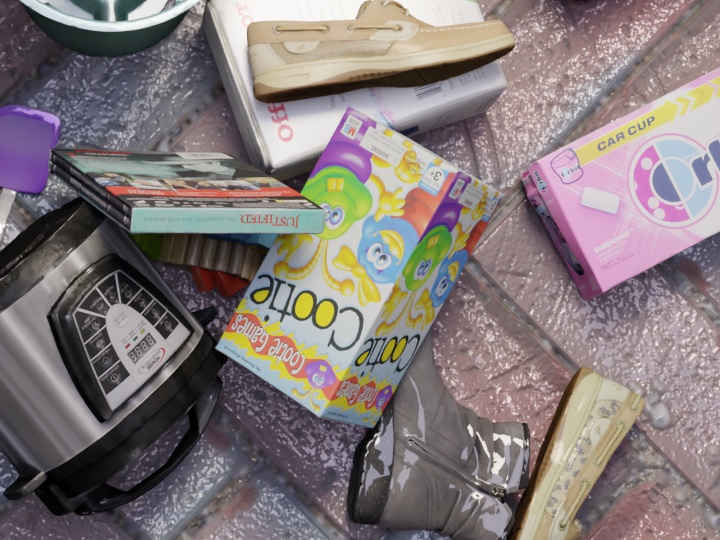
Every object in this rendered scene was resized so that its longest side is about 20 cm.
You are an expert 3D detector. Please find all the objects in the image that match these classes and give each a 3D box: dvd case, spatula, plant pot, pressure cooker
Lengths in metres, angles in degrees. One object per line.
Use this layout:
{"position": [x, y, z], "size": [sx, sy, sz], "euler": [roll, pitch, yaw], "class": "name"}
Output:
{"position": [-0.128, -0.058, 1.593], "size": [0.145, 0.200, 0.022], "euler": [0, 106, -25], "class": "dvd case"}
{"position": [-0.279, -0.027, 1.695], "size": [0.056, 0.021, 0.202], "euler": [14, 81, 1], "class": "spatula"}
{"position": [-0.186, -0.252, 1.649], "size": [0.198, 0.196, 0.202], "euler": [1, 82, -6], "class": "plant pot"}
{"position": [-0.198, 0.068, 1.611], "size": [0.175, 0.179, 0.201], "euler": [-34, 102, 15], "class": "pressure cooker"}

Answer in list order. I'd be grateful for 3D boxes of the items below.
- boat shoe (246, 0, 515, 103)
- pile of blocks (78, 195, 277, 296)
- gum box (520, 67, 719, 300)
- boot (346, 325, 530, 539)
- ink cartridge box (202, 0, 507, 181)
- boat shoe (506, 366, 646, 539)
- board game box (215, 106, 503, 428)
{"position": [0.015, -0.170, 1.639], "size": [0.198, 0.071, 0.065], "euler": [-8, 84, -7], "class": "boat shoe"}
{"position": [-0.123, -0.018, 1.683], "size": [0.198, 0.082, 0.063], "euler": [12, 80, -6], "class": "pile of blocks"}
{"position": [0.232, -0.069, 1.742], "size": [0.199, 0.066, 0.114], "euler": [-27, 87, -10], "class": "gum box"}
{"position": [0.069, 0.109, 1.705], "size": [0.130, 0.070, 0.202], "euler": [11, 92, -9], "class": "boot"}
{"position": [-0.008, -0.167, 1.716], "size": [0.198, 0.088, 0.146], "euler": [-20, 85, -11], "class": "ink cartridge box"}
{"position": [0.158, 0.174, 1.696], "size": [0.062, 0.073, 0.201], "euler": [23, 79, -1], "class": "boat shoe"}
{"position": [0.000, 0.000, 1.622], "size": [0.104, 0.103, 0.201], "euler": [31, 95, 23], "class": "board game box"}
